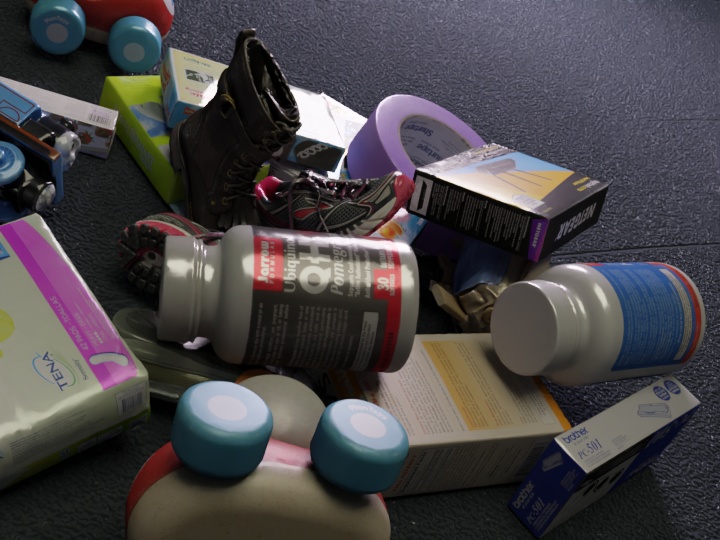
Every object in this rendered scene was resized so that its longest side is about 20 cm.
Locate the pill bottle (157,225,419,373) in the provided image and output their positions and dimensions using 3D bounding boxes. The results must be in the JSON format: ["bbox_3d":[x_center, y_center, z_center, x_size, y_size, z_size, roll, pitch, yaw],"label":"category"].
[{"bbox_3d":[-0.060,0.022,0.793,0.198,0.111,0.111,5,40,-13],"label":"pill bottle"}]

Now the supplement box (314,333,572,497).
[{"bbox_3d":[0.071,0.125,0.884,0.198,0.074,0.127,2,42,-30],"label":"supplement box"}]

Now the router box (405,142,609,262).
[{"bbox_3d":[0.158,-0.077,1.035,0.148,0.052,0.200,23,25,23],"label":"router box"}]

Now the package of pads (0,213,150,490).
[{"bbox_3d":[-0.271,0.059,0.741,0.154,0.069,0.200,-24,57,-32],"label":"package of pads"}]

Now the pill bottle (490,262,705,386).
[{"bbox_3d":[0.220,0.048,0.919,0.199,0.113,0.113,-1,43,-38],"label":"pill bottle"}]

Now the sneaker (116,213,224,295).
[{"bbox_3d":[-0.120,0.005,0.903,0.199,0.081,0.075,32,26,5],"label":"sneaker"}]

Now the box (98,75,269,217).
[{"bbox_3d":[-0.189,-0.140,1.080,0.121,0.048,0.200,-10,48,-39],"label":"box"}]

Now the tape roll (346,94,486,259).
[{"bbox_3d":[0.083,-0.112,1.161,0.199,0.066,0.201,24,40,-22],"label":"tape roll"}]

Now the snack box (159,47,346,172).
[{"bbox_3d":[-0.121,-0.178,1.100,0.198,0.037,0.117,13,34,-26],"label":"snack box"}]

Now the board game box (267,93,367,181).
[{"bbox_3d":[-0.038,-0.137,1.179,0.126,0.035,0.200,31,36,5],"label":"board game box"}]

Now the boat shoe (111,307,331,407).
[{"bbox_3d":[-0.119,0.096,0.825,0.200,0.065,0.075,21,19,-16],"label":"boat shoe"}]

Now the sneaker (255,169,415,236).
[{"bbox_3d":[-0.033,-0.064,0.959,0.081,0.199,0.075,-44,114,-42],"label":"sneaker"}]

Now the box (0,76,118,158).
[{"bbox_3d":[-0.352,-0.168,1.020,0.198,0.039,0.042,15,36,-16],"label":"box"}]

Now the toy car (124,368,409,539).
[{"bbox_3d":[-0.080,0.134,0.705,0.175,0.186,0.200,10,26,-19],"label":"toy car"}]

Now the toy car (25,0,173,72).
[{"bbox_3d":[-0.294,-0.375,1.165,0.175,0.201,0.185,11,38,-19],"label":"toy car"}]

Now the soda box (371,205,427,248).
[{"bbox_3d":[0.000,0.000,1.000,0.063,0.069,0.200,30,37,5],"label":"soda box"}]

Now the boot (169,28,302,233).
[{"bbox_3d":[-0.109,-0.101,0.935,0.069,0.174,0.202,-18,82,-40],"label":"boot"}]

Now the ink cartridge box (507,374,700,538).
[{"bbox_3d":[0.227,0.167,0.911,0.199,0.095,0.044,-16,52,-43],"label":"ink cartridge box"}]

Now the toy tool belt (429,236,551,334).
[{"bbox_3d":[0.134,0.000,1.041,0.122,0.125,0.201,29,34,-10],"label":"toy tool belt"}]

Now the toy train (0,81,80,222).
[{"bbox_3d":[-0.352,-0.131,0.914,0.199,0.087,0.115,30,57,6],"label":"toy train"}]
